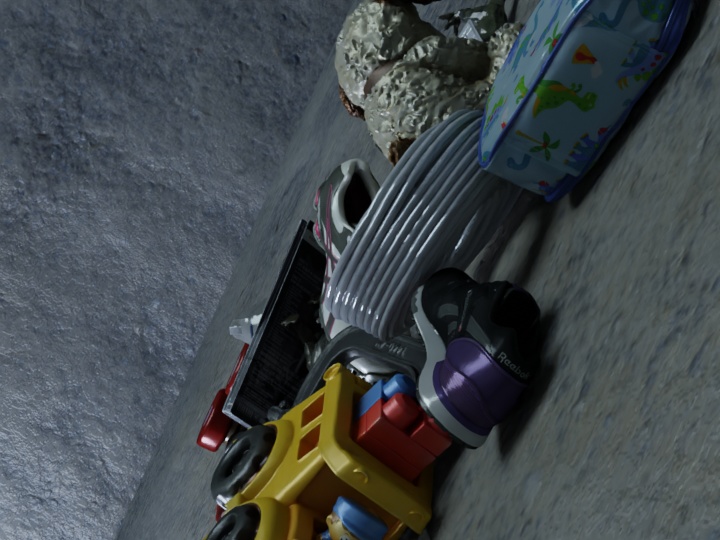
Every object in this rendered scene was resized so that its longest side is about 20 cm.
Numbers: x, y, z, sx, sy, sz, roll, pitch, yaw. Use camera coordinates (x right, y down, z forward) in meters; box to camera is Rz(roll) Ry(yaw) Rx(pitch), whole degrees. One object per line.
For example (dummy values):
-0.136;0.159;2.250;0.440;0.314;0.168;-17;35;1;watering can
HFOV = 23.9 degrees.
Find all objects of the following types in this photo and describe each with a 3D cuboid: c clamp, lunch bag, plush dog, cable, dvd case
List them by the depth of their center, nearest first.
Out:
0.161;-0.162;1.207;0.200;0.082;0.161;-59;12;35;lunch bag
0.054;-0.034;1.322;0.200;0.069;0.200;-55;-11;4;cable
-0.012;0.121;1.408;0.200;0.027;0.171;7;62;55;c clamp
0.041;-0.158;1.469;0.160;0.172;0.200;-15;-32;-41;plush dog
-0.044;0.074;1.608;0.016;0.149;0.200;4;65;44;dvd case

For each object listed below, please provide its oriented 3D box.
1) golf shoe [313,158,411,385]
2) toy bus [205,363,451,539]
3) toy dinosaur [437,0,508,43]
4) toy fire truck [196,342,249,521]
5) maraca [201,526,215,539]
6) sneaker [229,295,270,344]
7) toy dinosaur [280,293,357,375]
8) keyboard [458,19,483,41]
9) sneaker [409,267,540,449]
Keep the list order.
0.000;0.000;1.492;0.088;0.077;0.200;115;143;-69;golf shoe
-0.005;0.162;1.227;0.192;0.136;0.200;-43;20;24;toy bus
0.123;-0.254;1.768;0.088;0.047;0.200;-33;34;40;toy dinosaur
-0.103;0.177;1.715;0.200;0.112;0.168;-60;7;36;toy fire truck
-0.075;0.245;1.411;0.137;0.107;0.200;32;83;40;maraca
-0.052;0.033;1.688;0.200;0.082;0.075;-14;-75;-57;sneaker
-0.011;0.070;1.582;0.077;0.102;0.200;-14;20;27;toy dinosaur
0.112;-0.179;1.630;0.056;0.011;0.200;-62;22;24;keyboard
0.091;0.041;1.173;0.088;0.076;0.200;-46;19;19;sneaker
